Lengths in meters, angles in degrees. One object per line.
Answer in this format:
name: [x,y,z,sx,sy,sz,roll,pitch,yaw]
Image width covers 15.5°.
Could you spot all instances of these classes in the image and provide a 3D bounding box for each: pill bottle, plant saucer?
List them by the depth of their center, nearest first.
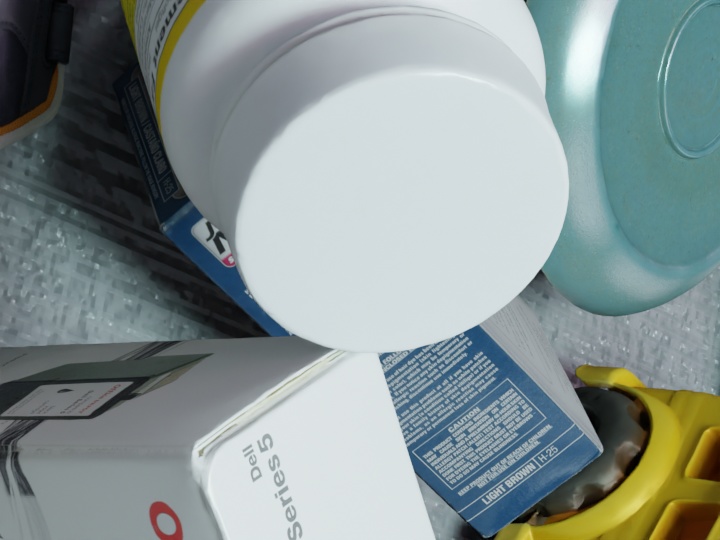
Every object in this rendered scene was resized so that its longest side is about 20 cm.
pill bottle: [-0.010,-0.073,0.788,0.114,0.114,0.200,42,16,-37]
plant saucer: [0.127,-0.078,1.040,0.200,0.027,0.201,-20,117,-47]

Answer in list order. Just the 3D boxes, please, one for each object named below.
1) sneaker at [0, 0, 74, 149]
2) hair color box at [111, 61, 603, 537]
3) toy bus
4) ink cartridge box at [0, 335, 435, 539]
sneaker: [-0.130,-0.092,0.849,0.079,0.078,0.201,38,71,-34]
hair color box: [0.000,0.000,0.959,0.200,0.060,0.100,46,12,-35]
toy bus: [0.136,0.144,1.036,0.136,0.192,0.200,55,53,-31]
ink cartridge box: [-0.070,0.102,0.808,0.084,0.199,0.146,-32,111,-43]
